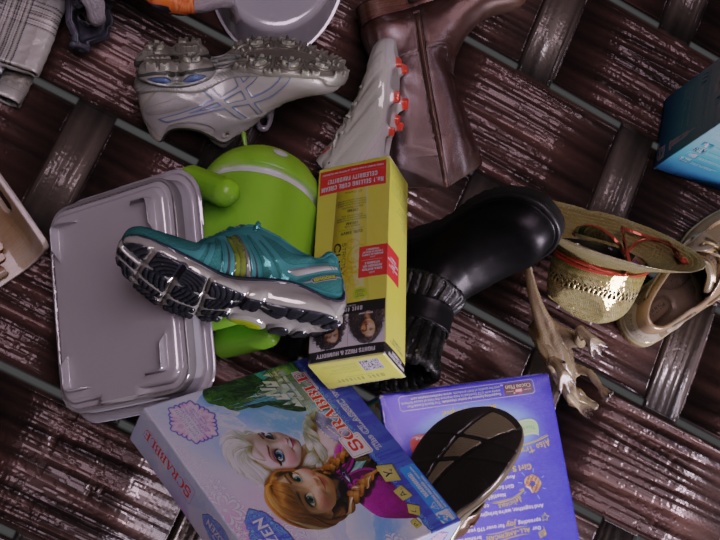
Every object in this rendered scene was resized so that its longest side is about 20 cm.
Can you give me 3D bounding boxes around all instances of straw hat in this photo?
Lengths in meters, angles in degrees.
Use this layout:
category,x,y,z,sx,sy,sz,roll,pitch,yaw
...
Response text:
category,x,y,z,sx,sy,sz,roll,pitch,yaw
straw hat,0.226,0.003,1.389,0.199,0.201,0.086,14,107,-12

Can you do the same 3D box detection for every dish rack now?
category,x,y,z,sx,sy,sz,roll,pitch,yaw
dish rack,-0.205,0.022,1.240,0.043,0.171,0.202,8,72,-55

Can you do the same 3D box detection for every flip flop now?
category,x,y,z,sx,sy,sz,roll,pitch,yaw
flip flop,0.070,0.206,1.250,0.081,0.058,0.201,29,87,27

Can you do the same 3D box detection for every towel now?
category,x,y,z,sx,sy,sz,roll,pitch,yaw
towel,-0.363,-0.267,1.331,0.191,0.035,0.201,21,73,-11

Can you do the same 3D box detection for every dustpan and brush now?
category,x,y,z,sx,sy,sz,roll,pitch,yaw
dustpan and brush,-0.086,-0.235,1.399,0.138,0.057,0.202,5,69,-3

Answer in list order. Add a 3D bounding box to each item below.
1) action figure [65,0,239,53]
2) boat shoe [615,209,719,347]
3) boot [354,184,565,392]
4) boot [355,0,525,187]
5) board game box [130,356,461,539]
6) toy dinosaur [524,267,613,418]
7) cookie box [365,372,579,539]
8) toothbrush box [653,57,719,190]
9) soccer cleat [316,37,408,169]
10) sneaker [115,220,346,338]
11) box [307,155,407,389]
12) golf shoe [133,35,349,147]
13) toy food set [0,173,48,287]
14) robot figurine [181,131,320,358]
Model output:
category,x,y,z,sx,sy,sz,roll,pitch,yaw
action figure,-0.214,-0.307,1.324,0.192,0.104,0.202,-6,85,-25
boat shoe,0.342,0.003,1.451,0.200,0.065,0.071,-43,91,-20
boot,0.079,0.022,1.286,0.079,0.210,0.158,46,44,-22
boot,0.099,-0.179,1.425,0.185,0.064,0.202,-12,77,-5
board game box,-0.051,0.170,1.177,0.199,0.041,0.200,-16,54,-42
toy dinosaur,0.180,0.070,1.344,0.058,0.101,0.201,-30,117,-12
cookie box,0.101,0.207,1.326,0.170,0.075,0.202,-6,78,-15
toothbrush box,0.403,-0.147,1.433,0.145,0.200,0.086,16,73,-11
soccer cleat,-0.002,-0.121,1.363,0.077,0.069,0.202,8,90,11
sneaker,-0.104,-0.001,1.181,0.199,0.077,0.080,15,60,-25
box,0.000,0.000,1.262,0.075,0.050,0.201,-9,56,20
golf shoe,-0.109,-0.164,1.351,0.198,0.078,0.098,-1,119,-2
toy food set,-0.389,-0.023,1.250,0.199,0.060,0.144,-36,88,-20
robot figurine,-0.098,-0.025,1.292,0.175,0.115,0.201,41,46,-38
